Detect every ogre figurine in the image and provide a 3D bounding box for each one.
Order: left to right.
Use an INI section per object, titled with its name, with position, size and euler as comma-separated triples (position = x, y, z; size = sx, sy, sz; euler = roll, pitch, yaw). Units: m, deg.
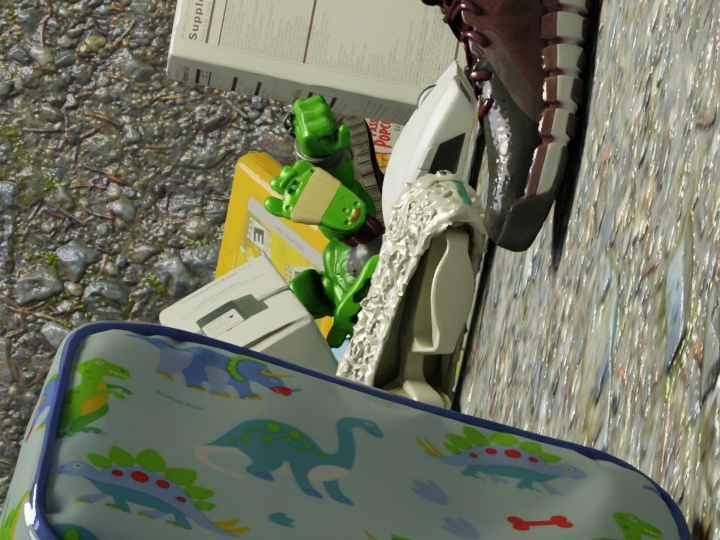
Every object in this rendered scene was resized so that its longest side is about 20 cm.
[ogre figurine]
position = 0.000, 0.000, 1.827
size = 0.098, 0.200, 0.120
euler = -37, -16, -1

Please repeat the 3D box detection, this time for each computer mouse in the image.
[computer mouse]
position = 0.044, -0.088, 1.728
size = 0.110, 0.044, 0.201
euler = -102, 23, -81

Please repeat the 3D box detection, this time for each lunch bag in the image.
[lunch bag]
position = -0.003, 0.091, 0.800
size = 0.161, 0.199, 0.083
euler = -90, 18, -64

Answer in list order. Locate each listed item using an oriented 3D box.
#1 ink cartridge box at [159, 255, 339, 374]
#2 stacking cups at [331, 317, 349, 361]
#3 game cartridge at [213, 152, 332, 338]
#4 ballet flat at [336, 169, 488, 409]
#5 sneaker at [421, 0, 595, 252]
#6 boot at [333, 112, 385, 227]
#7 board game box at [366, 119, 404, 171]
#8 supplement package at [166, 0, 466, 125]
[ink cartridge box]
position = -0.045, 0.086, 1.721
size = 0.147, 0.083, 0.200
euler = 61, 177, -14
[stacking cups]
position = 0.000, 0.072, 1.981
size = 0.061, 0.060, 0.201
euler = 106, 172, -56
[game cartridge]
position = -0.046, 0.032, 2.180
size = 0.200, 0.032, 0.177
euler = 41, 128, 45
[ballet flat]
position = 0.028, 0.046, 1.567
size = 0.072, 0.071, 0.201
euler = -94, 15, -76
[sneaker]
position = 0.046, -0.111, 1.309
size = 0.076, 0.115, 0.201
euler = 111, 170, -71
[boot]
position = 0.004, -0.021, 2.271
size = 0.138, 0.077, 0.201
euler = 57, -151, -66
[board game box]
position = 0.032, -0.207, 2.390
size = 0.152, 0.046, 0.201
euler = -83, 5, -47
[supplement package]
position = -0.022, -0.169, 1.906
size = 0.110, 0.199, 0.114
euler = 135, 146, -84
